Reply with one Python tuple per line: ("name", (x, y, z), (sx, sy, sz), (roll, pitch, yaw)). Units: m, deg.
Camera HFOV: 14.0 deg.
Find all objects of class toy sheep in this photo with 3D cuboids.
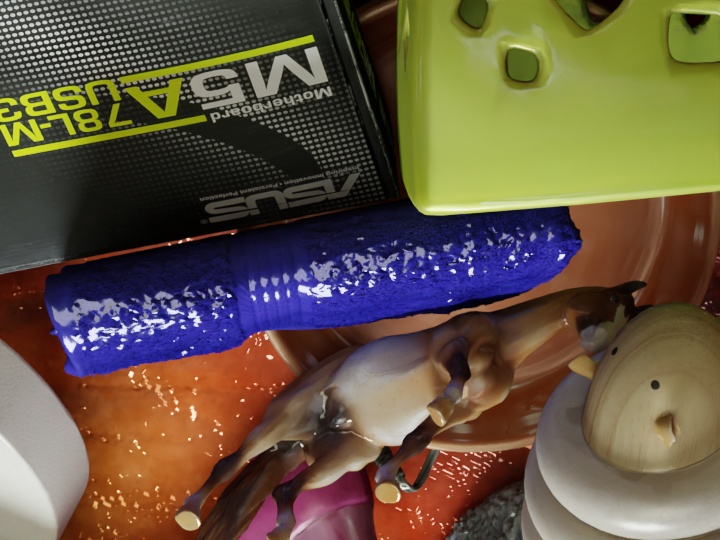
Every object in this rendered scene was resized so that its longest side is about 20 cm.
("toy sheep", (0.126, 0.095, 1.120), (0.137, 0.138, 0.201), (-4, 127, 13))

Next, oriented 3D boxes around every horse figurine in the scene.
("horse figurine", (0.007, 0.059, 1.157), (0.199, 0.133, 0.050), (-28, 102, 35))

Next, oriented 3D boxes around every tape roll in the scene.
("tape roll", (-0.213, 0.061, 1.260), (0.202, 0.037, 0.203), (19, 148, 13))

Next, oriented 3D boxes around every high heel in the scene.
("high heel", (-0.070, 0.138, 1.324), (0.199, 0.067, 0.097), (-28, 71, 27))

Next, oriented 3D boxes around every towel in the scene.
("towel", (-0.019, 0.005, 1.119), (0.199, 0.148, 0.050), (-11, 93, -2))

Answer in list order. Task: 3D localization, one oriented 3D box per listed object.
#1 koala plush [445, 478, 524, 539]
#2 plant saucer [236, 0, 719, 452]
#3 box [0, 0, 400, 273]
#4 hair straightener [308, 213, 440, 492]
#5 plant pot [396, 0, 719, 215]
("koala plush", (0.081, 0.197, 1.224), (0.177, 0.200, 0.185), (23, 115, 2))
("plant saucer", (0.048, -0.024, 1.208), (0.199, 0.032, 0.201), (-1, 109, -4))
("box", (-0.100, -0.079, 1.096), (0.199, 0.048, 0.194), (-10, 141, 6))
("hair straightener", (0.000, 0.000, 1.242), (0.077, 0.041, 0.201), (-16, 103, 17))
("plant pot", (0.104, -0.129, 1.067), (0.198, 0.200, 0.183), (-6, 98, 0))
